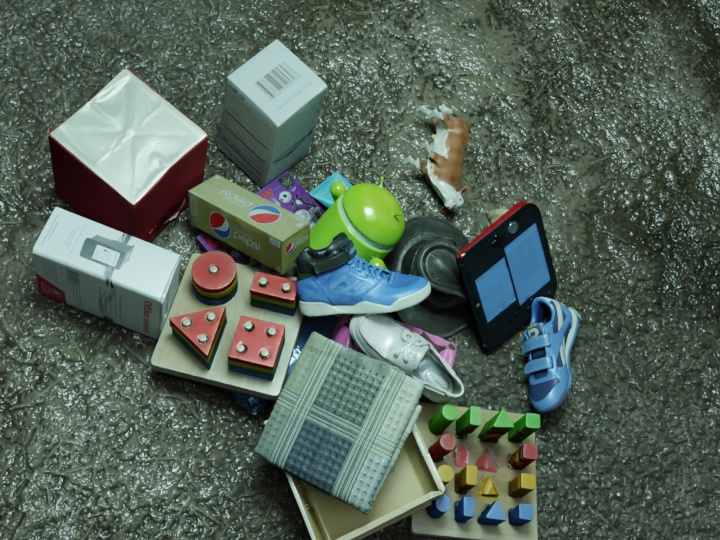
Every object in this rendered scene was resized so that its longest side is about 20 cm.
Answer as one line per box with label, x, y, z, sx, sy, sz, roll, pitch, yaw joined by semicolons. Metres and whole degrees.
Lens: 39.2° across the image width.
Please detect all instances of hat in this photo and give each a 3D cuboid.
hat;0.132;0.007;1.613;0.198;0.081;0.203;3;84;-26

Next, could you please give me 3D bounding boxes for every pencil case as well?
pencil case;0.051;0.128;1.553;0.198;0.091;0.095;17;50;-19

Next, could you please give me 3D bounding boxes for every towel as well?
towel;-0.129;0.119;1.556;0.112;0.049;0.200;45;65;10
towel;-0.027;0.209;1.420;0.191;0.035;0.202;24;79;16

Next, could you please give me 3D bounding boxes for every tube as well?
tube;0.011;-0.084;1.682;0.200;0.051;0.077;41;45;11

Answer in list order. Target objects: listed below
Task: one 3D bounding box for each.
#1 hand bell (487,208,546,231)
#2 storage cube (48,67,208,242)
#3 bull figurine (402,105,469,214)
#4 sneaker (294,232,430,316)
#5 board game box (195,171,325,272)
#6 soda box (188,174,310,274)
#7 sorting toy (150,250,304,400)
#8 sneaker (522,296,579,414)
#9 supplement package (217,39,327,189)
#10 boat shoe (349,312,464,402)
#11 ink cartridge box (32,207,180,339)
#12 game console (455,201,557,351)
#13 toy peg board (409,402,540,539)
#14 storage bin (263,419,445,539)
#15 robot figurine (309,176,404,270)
hand bell;0.230;0.011;1.677;0.103;0.104;0.202;21;75;-3
storage cube;-0.357;-0.164;1.557;0.199;0.180;0.171;40;64;6
bull figurine;0.139;-0.195;1.738;0.121;0.065;0.202;36;49;-33
sneaker;0.000;0.000;1.473;0.197;0.077;0.113;-4;107;14
board game box;-0.154;-0.062;1.644;0.120;0.032;0.200;44;65;13
soda box;-0.173;-0.074;1.559;0.199;0.065;0.068;28;44;27
sorting toy;-0.190;0.068;1.506;0.196;0.070;0.202;13;58;4
sneaker;0.294;0.133;1.619;0.082;0.074;0.202;36;51;-31
supplement package;-0.145;-0.247;1.630;0.117;0.200;0.117;42;64;8
boat shoe;0.074;0.122;1.482;0.199;0.069;0.071;36;72;-15
ink cartridge box;-0.371;0.007;1.496;0.198;0.146;0.084;21;61;-2
game console;0.238;0.008;1.619;0.176;0.202;0.031;-39;37;-25
toy peg board;0.181;0.295;1.519;0.197;0.098;0.202;7;65;-9
storage bin;-0.004;0.273;1.456;0.197;0.094;0.202;-25;71;-1
robot figurine;-0.011;-0.052;1.572;0.115;0.200;0.177;8;46;-45
